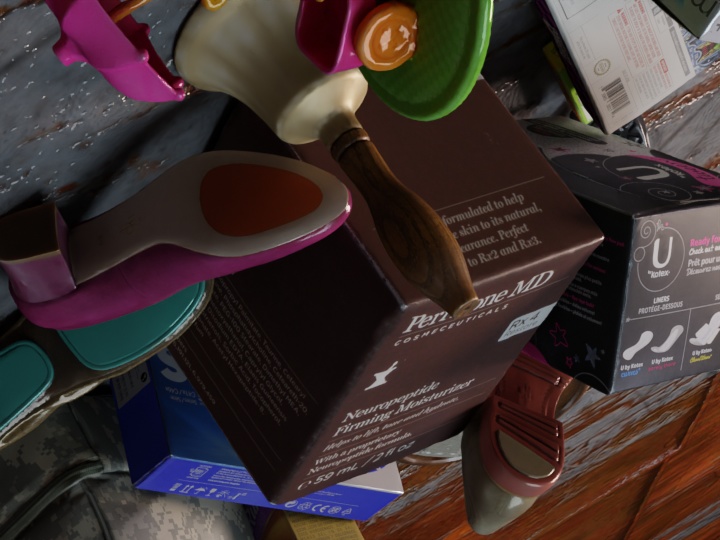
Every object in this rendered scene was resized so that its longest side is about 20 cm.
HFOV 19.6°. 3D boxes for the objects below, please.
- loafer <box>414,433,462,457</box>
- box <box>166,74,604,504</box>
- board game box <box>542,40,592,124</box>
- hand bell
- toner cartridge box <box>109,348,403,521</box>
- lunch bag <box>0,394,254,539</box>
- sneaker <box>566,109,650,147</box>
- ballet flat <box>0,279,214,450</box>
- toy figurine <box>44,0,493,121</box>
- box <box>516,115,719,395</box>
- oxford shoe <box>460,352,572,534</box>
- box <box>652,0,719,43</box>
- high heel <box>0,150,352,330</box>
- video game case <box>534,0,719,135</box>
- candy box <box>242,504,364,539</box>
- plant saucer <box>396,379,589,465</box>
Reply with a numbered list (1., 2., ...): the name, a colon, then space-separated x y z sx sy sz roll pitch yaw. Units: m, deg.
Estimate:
1. loafer: 0.005 0.066 1.374 0.199 0.063 0.072 19 120 -30
2. box: 0.000 0.000 1.224 0.165 0.165 0.200 -17 152 -39
3. board game box: 0.213 -0.178 1.360 0.199 0.030 0.096 -34 156 4
4. hand bell: 0.000 -0.058 1.056 0.104 0.201 0.104 -30 158 -14
5. toner cartridge box: -0.066 0.102 1.355 0.199 0.096 0.043 14 139 -41
6. lunch bag: -0.161 0.183 1.360 0.139 0.168 0.200 -42 157 18
7. sneaker: 0.167 -0.061 1.499 0.071 0.083 0.201 -3 134 1
8. ballet flat: -0.170 0.046 1.219 0.199 0.068 0.072 -37 179 4
9. toy figurine: -0.052 -0.149 0.921 0.183 0.150 0.201 -12 128 -27
10. box: 0.141 -0.018 1.304 0.131 0.200 0.116 -9 114 -36
11. oxford shoe: 0.092 0.084 1.350 0.075 0.070 0.201 -56 -170 37
12. box: 0.260 -0.215 1.166 0.199 0.097 0.177 3 128 -49
13. high heel: -0.096 -0.011 1.131 0.198 0.068 0.096 -5 152 10
14. video game case: 0.192 -0.188 1.258 0.181 0.036 0.200 -36 149 2
15. candy box: -0.062 0.178 1.448 0.056 0.201 0.117 -9 147 -34
16. plant saucer: 0.088 0.091 1.500 0.199 0.032 0.201 -18 155 -9
